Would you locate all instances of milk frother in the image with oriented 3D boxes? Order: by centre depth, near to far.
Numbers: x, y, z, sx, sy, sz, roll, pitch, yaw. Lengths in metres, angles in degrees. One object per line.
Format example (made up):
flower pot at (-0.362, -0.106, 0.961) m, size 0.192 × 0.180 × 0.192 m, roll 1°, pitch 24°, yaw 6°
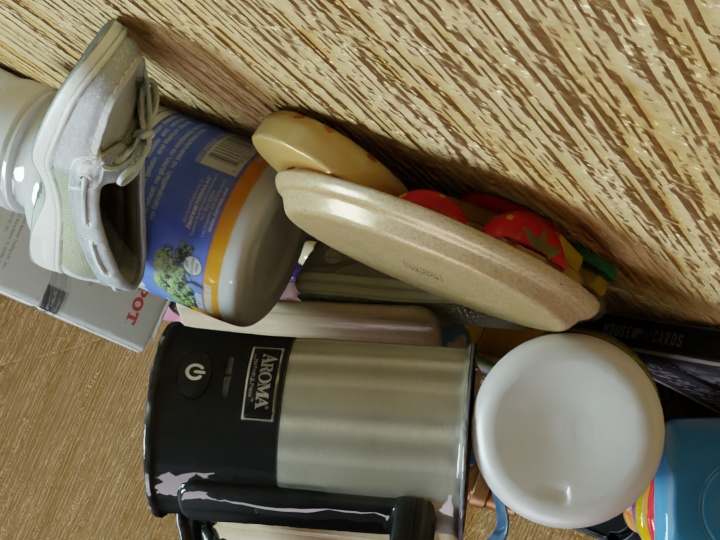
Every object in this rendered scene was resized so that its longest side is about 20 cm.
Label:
milk frother at (-0.027, 0.137, 0.990) m, size 0.187 × 0.182 × 0.200 m, roll 4°, pitch 162°, yaw 6°

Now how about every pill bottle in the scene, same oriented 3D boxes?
pill bottle at (0.129, 0.090, 0.983) m, size 0.109 × 0.110 × 0.200 m, roll 22°, pitch -178°, yaw 9°
pill bottle at (-0.138, -0.049, 1.010) m, size 0.199 × 0.113 × 0.112 m, roll 20°, pitch 173°, yaw 16°

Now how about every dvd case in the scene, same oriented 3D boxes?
dvd case at (0.241, 0.070, 1.049) m, size 0.150 × 0.025 × 0.200 m, roll 26°, pitch 172°, yaw -23°

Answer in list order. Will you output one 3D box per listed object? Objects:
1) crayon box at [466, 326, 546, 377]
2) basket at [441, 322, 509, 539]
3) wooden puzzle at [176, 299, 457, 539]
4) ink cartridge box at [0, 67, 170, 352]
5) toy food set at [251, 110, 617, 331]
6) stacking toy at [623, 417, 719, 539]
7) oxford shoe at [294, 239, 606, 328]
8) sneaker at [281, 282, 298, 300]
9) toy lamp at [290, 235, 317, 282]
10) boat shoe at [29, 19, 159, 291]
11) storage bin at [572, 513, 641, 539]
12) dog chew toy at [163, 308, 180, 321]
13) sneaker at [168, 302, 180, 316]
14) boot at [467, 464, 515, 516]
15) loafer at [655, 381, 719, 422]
crayon box at (0.106, 0.054, 1.270) m, size 0.125 × 0.052 × 0.200 m, roll 27°, pitch 173°, yaw -31°
basket at (0.017, 0.135, 1.178) m, size 0.175 × 0.201 × 0.139 m, roll -17°, pitch -160°, yaw -23°
wooden puzzle at (-0.025, 0.107, 1.073) m, size 0.184 × 0.201 × 0.037 m, roll 3°, pitch -156°, yaw 23°
ink cartridge box at (-0.228, -0.046, 1.198) m, size 0.199 × 0.146 × 0.083 m, roll 27°, pitch 172°, yaw -29°
toy food set at (0.042, -0.021, 0.894) m, size 0.199 × 0.049 × 0.198 m, roll 19°, pitch 173°, yaw 27°
stacking toy at (0.225, 0.167, 1.114) m, size 0.109 × 0.117 × 0.200 m, roll 3°, pitch 170°, yaw -10°
oxford shoe at (0.057, 0.002, 1.027) m, size 0.198 × 0.058 × 0.075 m, roll 7°, pitch 164°, yaw 10°
sneaker at (-0.068, 0.050, 1.291) m, size 0.104 × 0.200 × 0.076 m, roll -12°, pitch 116°, yaw 37°
toy lamp at (0.000, 0.000, 1.178) m, size 0.058 × 0.059 × 0.199 m, roll 27°, pitch 171°, yaw -36°
boat shoe at (-0.137, -0.056, 0.878) m, size 0.064 × 0.075 × 0.202 m, roll 25°, pitch 143°, yaw 1°
storage bin at (0.207, 0.154, 1.350) m, size 0.093 × 0.136 × 0.199 m, roll 27°, pitch 173°, yaw -34°
dog chew toy at (-0.158, 0.001, 1.503) m, size 0.199 × 0.125 × 0.124 m, roll 33°, pitch 172°, yaw -12°
sneaker at (-0.124, -0.009, 1.311) m, size 0.074 × 0.079 × 0.200 m, roll 43°, pitch -174°, yaw -4°
boot at (0.051, 0.161, 1.282) m, size 0.155 × 0.200 × 0.077 m, roll 29°, pitch 140°, yaw 6°
loafer at (0.256, 0.131, 1.194) m, size 0.199 × 0.076 × 0.068 m, roll 24°, pitch 131°, yaw -9°
